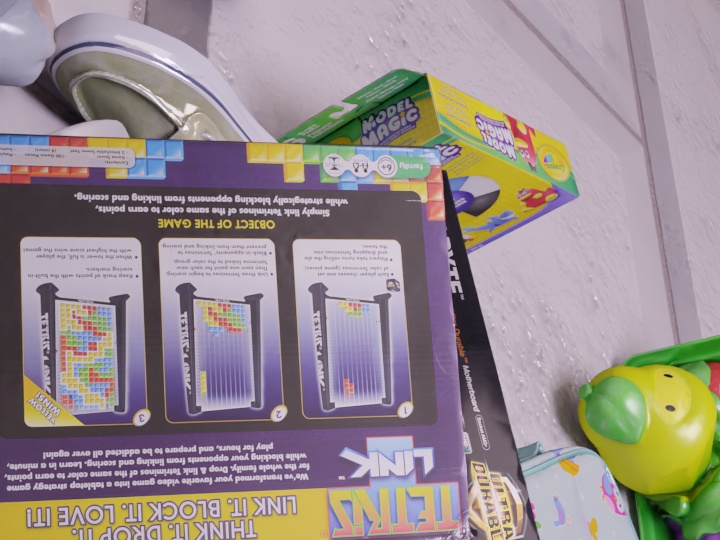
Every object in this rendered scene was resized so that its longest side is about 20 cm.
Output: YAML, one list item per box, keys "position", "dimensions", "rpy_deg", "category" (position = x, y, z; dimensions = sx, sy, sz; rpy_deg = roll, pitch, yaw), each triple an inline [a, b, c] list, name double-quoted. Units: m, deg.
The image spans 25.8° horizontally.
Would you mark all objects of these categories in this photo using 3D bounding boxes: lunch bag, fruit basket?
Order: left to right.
- position: [0.107, 0.191, 0.955]
  dimensions: [0.199, 0.077, 0.162]
  rpy_deg: [-7, 71, -59]
  category: "lunch bag"
- position: [0.257, 0.130, 1.193]
  dimensions: [0.215, 0.154, 0.219]
  rpy_deg: [-15, 90, -73]
  category: "fruit basket"

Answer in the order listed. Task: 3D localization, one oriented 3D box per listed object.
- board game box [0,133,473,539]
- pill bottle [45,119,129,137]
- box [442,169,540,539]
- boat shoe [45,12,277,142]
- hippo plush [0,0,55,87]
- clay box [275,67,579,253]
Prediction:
- position: [-0.060, 0.033, 0.635]
  dimensions: [0.197, 0.057, 0.168]
  rpy_deg: [1, 78, -19]
  category: "board game box"
- position: [-0.104, 0.041, 0.708]
  dimensions: [0.111, 0.110, 0.202]
  rpy_deg: [-16, 80, -60]
  category: "pill bottle"
- position: [0.013, 0.086, 0.783]
  dimensions: [0.049, 0.201, 0.201]
  rpy_deg: [-3, 62, -20]
  category: "box"
- position: [-0.092, -0.064, 0.856]
  dimensions: [0.200, 0.071, 0.063]
  rpy_deg: [37, 41, -40]
  category: "boat shoe"
- position: [-0.180, -0.169, 0.708]
  dimensions: [0.161, 0.160, 0.200]
  rpy_deg: [59, 29, -5]
  category: "hippo plush"
- position: [0.044, -0.065, 1.026]
  dimensions: [0.199, 0.114, 0.048]
  rpy_deg: [16, 54, -51]
  category: "clay box"
